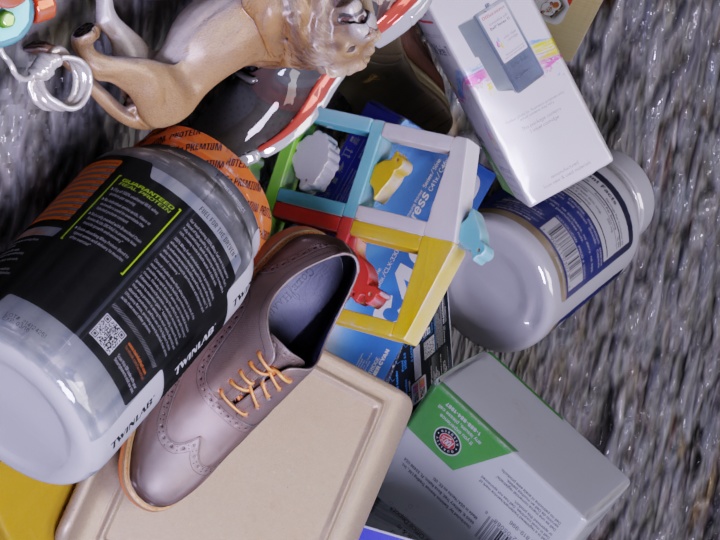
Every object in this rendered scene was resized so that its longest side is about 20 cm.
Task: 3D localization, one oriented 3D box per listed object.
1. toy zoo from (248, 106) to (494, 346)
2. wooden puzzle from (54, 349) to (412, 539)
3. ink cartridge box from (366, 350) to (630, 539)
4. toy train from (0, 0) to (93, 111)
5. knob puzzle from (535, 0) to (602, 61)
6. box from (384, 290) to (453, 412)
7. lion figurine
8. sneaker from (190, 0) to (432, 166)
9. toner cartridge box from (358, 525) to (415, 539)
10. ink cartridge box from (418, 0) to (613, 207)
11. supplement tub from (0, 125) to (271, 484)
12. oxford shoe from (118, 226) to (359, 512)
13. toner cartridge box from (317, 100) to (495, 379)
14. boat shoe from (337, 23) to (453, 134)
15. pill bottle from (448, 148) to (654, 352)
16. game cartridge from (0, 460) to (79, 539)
[{"bbox_3d":[-0.006,-0.031,1.415,0.020,0.199,0.132,29,78,-58],"label":"toy zoo"},{"bbox_3d":[-0.077,0.124,1.409,0.199,0.037,0.186,30,76,-27],"label":"wooden puzzle"},{"bbox_3d":[0.075,0.183,1.615,0.083,0.146,0.200,-28,156,-55],"label":"ink cartridge box"},{"bbox_3d":[-0.152,-0.191,1.198,0.150,0.055,0.201,24,83,-31],"label":"toy train"},{"bbox_3d":[0.096,-0.250,1.577,0.218,0.031,0.221,-8,126,-11],"label":"knob puzzle"},{"bbox_3d":[0.004,0.042,1.610,0.159,0.046,0.201,-38,132,-45],"label":"box"},{"bbox_3d":[-0.088,-0.133,1.313,0.199,0.073,0.123,-29,126,-8],"label":"lion figurine"},{"bbox_3d":[-0.046,-0.147,1.402,0.200,0.077,0.082,-44,125,-4],"label":"sneaker"},{"bbox_3d":[-0.002,0.195,1.513,0.095,0.199,0.043,36,70,-58],"label":"toner cartridge box"},{"bbox_3d":[0.086,-0.150,1.500,0.201,0.067,0.117,62,-1,-9],"label":"ink cartridge box"},{"bbox_3d":[-0.142,0.014,1.285,0.200,0.122,0.123,-50,141,-35],"label":"supplement tub"},{"bbox_3d":[-0.073,0.058,1.342,0.071,0.073,0.201,37,81,-22],"label":"oxford shoe"},{"bbox_3d":[0.000,0.000,1.483,0.095,0.043,0.201,27,93,-38],"label":"toner cartridge box"},{"bbox_3d":[0.000,-0.160,1.515,0.200,0.072,0.068,51,25,-49],"label":"boat shoe"},{"bbox_3d":[0.149,-0.024,1.759,0.200,0.110,0.112,-34,130,-48],"label":"pill bottle"},{"bbox_3d":[-0.157,0.116,1.398,0.200,0.032,0.177,-49,140,-34],"label":"game cartridge"}]
